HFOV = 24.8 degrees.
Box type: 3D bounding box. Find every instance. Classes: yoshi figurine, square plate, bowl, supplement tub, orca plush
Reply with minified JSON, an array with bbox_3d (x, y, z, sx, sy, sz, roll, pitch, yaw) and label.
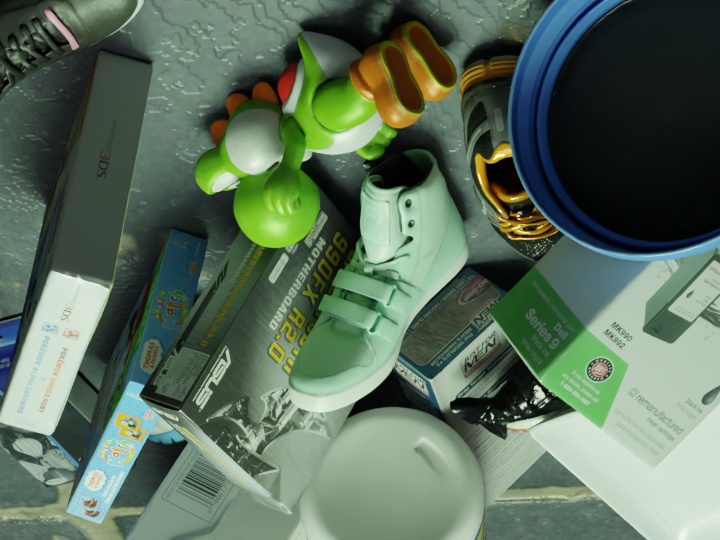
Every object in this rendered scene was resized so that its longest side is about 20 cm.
[{"bbox_3d":[-0.025,-0.081,1.124,0.199,0.113,0.112,-27,140,35],"label":"yoshi figurine"},{"bbox_3d":[0.263,0.135,1.239,0.197,0.029,0.200,-27,125,34],"label":"square plate"},{"bbox_3d":[0.190,-0.103,1.022,0.199,0.202,0.039,-19,161,24],"label":"bowl"},{"bbox_3d":[0.030,0.212,1.321,0.143,0.146,0.200,-2,151,4],"label":"supplement tub"},{"bbox_3d":[0.147,0.053,1.200,0.199,0.071,0.106,-34,97,16],"label":"orca plush"}]

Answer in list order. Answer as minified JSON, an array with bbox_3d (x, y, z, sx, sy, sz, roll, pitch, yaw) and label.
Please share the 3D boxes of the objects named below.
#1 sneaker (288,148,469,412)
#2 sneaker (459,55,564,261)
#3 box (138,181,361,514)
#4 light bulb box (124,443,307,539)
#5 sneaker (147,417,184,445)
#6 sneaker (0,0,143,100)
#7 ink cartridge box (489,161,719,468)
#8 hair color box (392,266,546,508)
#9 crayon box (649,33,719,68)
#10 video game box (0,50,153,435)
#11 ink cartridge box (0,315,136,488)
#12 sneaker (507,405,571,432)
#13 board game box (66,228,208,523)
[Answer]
[{"bbox_3d":[0.000,0.000,1.172,0.073,0.201,0.119,16,143,33],"label":"sneaker"},{"bbox_3d":[0.112,-0.060,1.163,0.078,0.078,0.200,-13,141,14],"label":"sneaker"},{"bbox_3d":[-0.058,0.056,1.223,0.048,0.201,0.159,12,153,41],"label":"box"},{"bbox_3d":[-0.103,0.241,1.418,0.124,0.199,0.201,24,148,15],"label":"light bulb box"},{"bbox_3d":[-0.129,0.072,1.354,0.199,0.075,0.087,-33,119,29],"label":"sneaker"},{"bbox_3d":[-0.231,-0.134,1.070,0.199,0.100,0.071,-15,136,18],"label":"sneaker"},{"bbox_3d":[0.210,0.012,1.098,0.200,0.084,0.146,-47,127,10],"label":"ink cartridge box"},{"bbox_3d":[0.094,0.100,1.339,0.100,0.060,0.201,-41,142,-17],"label":"hair color box"},{"bbox_3d":[0.241,-0.093,1.137,0.126,0.051,0.200,-25,134,29],"label":"crayon box"},{"bbox_3d":[-0.197,-0.018,1.131,0.046,0.201,0.183,17,138,-16],"label":"video game box"},{"bbox_3d":[-0.284,0.119,1.433,0.099,0.039,0.200,-14,138,20],"label":"ink cartridge box"},{"bbox_3d":[0.168,0.043,1.271,0.082,0.078,0.200,40,105,-9],"label":"sneaker"},{"bbox_3d":[-0.178,0.086,1.296,0.036,0.152,0.200,19,138,-11],"label":"board game box"}]
